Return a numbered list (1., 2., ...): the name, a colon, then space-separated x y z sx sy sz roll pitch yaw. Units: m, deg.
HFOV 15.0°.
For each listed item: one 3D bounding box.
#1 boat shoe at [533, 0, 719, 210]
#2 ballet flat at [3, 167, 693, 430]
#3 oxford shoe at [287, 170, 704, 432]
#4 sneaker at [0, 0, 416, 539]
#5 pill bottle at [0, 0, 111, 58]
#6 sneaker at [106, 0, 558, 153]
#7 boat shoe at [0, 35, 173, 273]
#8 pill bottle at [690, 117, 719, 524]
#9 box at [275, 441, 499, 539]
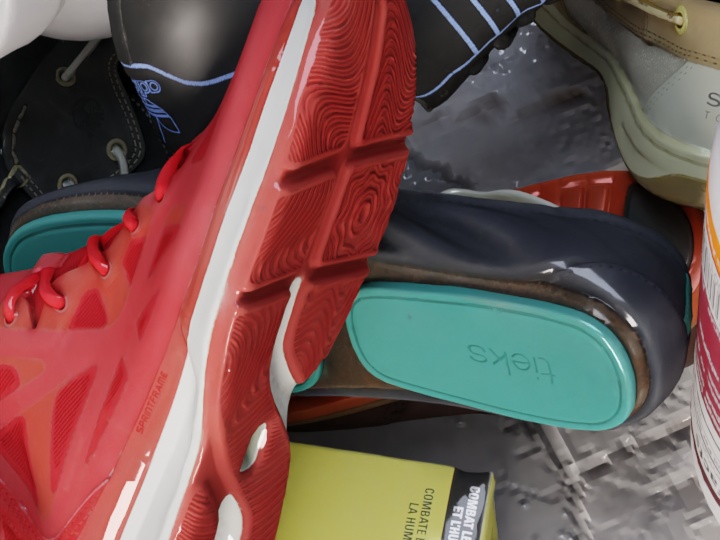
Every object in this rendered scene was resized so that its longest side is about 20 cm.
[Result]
1. boat shoe: 0.097 -0.088 0.822 0.074 0.066 0.200 3 29 -16
2. ballet flat: 0.000 0.000 0.750 0.200 0.073 0.073 9 61 27
3. oxford shoe: 0.009 0.023 0.810 0.200 0.073 0.071 -5 63 14
4. sneaker: -0.066 0.001 0.696 0.115 0.078 0.200 25 105 21
5. pill bottle: -0.069 -0.136 0.810 0.112 0.112 0.200 32 45 20
6. sneaker: 0.025 -0.089 0.759 0.200 0.078 0.070 -15 21 -16
7. boat shoe: -0.092 -0.035 0.847 0.068 0.072 0.200 17 60 14
8. pill bottle: 0.144 0.023 0.720 0.113 0.200 0.113 -2 61 4
9. box: -0.061 0.078 0.781 0.200 0.075 0.050 9 64 9
